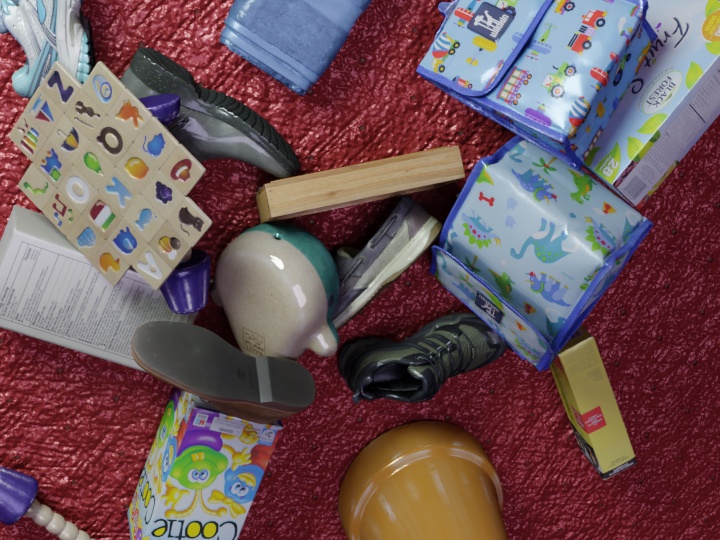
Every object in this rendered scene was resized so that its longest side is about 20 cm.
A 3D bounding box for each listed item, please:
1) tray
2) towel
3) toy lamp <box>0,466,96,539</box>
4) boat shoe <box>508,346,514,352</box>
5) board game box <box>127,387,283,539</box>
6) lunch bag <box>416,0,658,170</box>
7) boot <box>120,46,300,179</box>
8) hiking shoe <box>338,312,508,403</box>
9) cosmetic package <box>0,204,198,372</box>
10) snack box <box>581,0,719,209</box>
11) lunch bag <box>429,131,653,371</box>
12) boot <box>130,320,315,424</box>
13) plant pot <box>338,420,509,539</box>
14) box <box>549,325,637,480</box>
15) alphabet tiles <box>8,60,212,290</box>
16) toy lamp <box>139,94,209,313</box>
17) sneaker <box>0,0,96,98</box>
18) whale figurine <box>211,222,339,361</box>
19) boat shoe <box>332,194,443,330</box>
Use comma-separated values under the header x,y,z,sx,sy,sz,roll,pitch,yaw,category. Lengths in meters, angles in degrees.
x,y,z,sx,sy,sz,roll,pitch,yaw,category
-0.003,-0.087,1.106,0.197,0.099,0.038,-13,91,-11,tray
-0.042,-0.276,1.039,0.111,0.049,0.201,30,103,-26,towel
-0.331,0.281,1.198,0.058,0.058,0.200,-43,117,6,toy lamp
0.185,0.009,1.221,0.073,0.073,0.203,-9,116,-12,boat shoe
-0.173,0.220,1.192,0.103,0.103,0.202,15,108,-22,board game box
0.162,-0.218,1.066,0.152,0.199,0.094,-59,156,1,lunch bag
-0.169,-0.115,1.072,0.198,0.068,0.131,31,107,-18,boot
0.078,0.110,1.215,0.197,0.101,0.077,-14,119,-5,hiking shoe
-0.267,0.023,1.092,0.198,0.073,0.105,22,105,-24,cosmetic package
0.281,-0.190,1.102,0.067,0.169,0.201,28,105,-43,snack box
0.168,-0.011,1.120,0.127,0.170,0.201,-35,160,-41,lunch bag
-0.144,0.110,1.071,0.198,0.075,0.075,23,137,-31,boot
0.090,0.308,1.265,0.197,0.184,0.203,-6,115,-13,plant pot
0.271,0.150,1.311,0.050,0.075,0.202,-26,119,-3,box
-0.228,-0.083,0.989,0.200,0.006,0.166,46,122,1,alphabet tiles
-0.178,-0.058,1.021,0.057,0.058,0.203,-12,110,-11,toy lamp
-0.286,-0.243,0.966,0.085,0.078,0.203,-6,115,-10,sneaker
-0.081,0.041,1.141,0.104,0.157,0.202,-43,146,-44,whale figurine
0.000,0.000,1.170,0.201,0.072,0.066,-43,89,19,boat shoe
